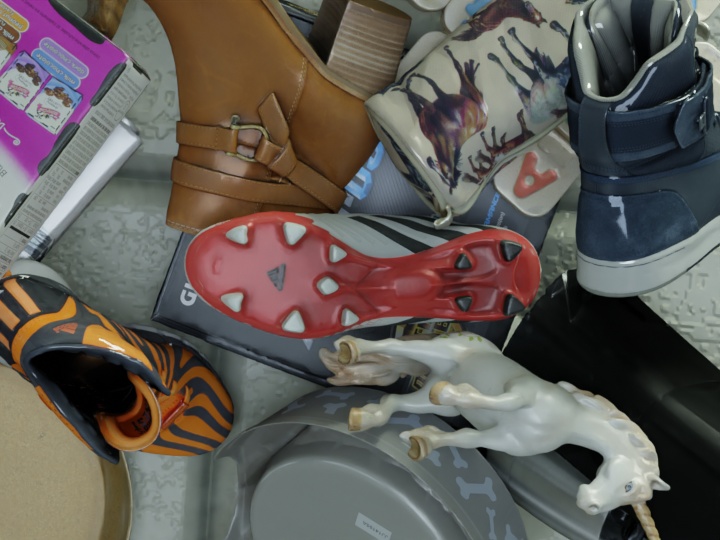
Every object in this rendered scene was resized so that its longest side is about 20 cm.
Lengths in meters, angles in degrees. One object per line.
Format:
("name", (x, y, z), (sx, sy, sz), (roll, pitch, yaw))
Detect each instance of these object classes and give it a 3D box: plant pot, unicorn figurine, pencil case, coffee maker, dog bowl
("plant pot", (-0.233, 0.135, 1.604), (0.199, 0.027, 0.201), (0, 99, 0))
("unicorn figurine", (0.073, 0.076, 1.445), (0.137, 0.200, 0.074), (0, 123, -36))
("pencil case", (0.094, -0.109, 1.488), (0.200, 0.078, 0.089), (-39, 71, -11))
("coffee maker", (0.174, 0.096, 1.497), (0.200, 0.134, 0.193), (38, 136, 30))
("dog bowl", (0.008, 0.153, 1.543), (0.199, 0.059, 0.201), (20, 132, 23))

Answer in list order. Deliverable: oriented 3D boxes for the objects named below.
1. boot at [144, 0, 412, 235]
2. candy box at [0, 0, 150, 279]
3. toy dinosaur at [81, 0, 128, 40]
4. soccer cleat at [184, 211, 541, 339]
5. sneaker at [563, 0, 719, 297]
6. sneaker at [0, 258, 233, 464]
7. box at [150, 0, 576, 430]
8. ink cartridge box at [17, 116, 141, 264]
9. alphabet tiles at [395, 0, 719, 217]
("boot", (-0.082, -0.098, 1.494), (0.199, 0.074, 0.155), (20, 102, -11))
("candy box", (-0.226, -0.067, 1.449), (0.136, 0.061, 0.200), (37, 88, 12))
("toy dinosaur", (-0.123, -0.199, 1.543), (0.106, 0.060, 0.200), (38, 73, -5))
("soccer cleat", (0.000, 0.000, 1.501), (0.199, 0.085, 0.069), (-1, 96, -10))
("sneaker", (0.178, -0.091, 1.455), (0.077, 0.202, 0.147), (8, 118, 35))
("sneaker", (-0.128, 0.075, 1.509), (0.200, 0.112, 0.078), (30, 99, -43))
("box", (0.005, -0.031, 1.572), (0.198, 0.050, 0.201), (21, 97, -4))
("ink cartridge box", (-0.239, -0.049, 1.534), (0.145, 0.084, 0.200), (42, 89, -4))
("alphabet tiles", (0.117, -0.138, 1.542), (0.200, 0.015, 0.196), (41, 81, -1))
